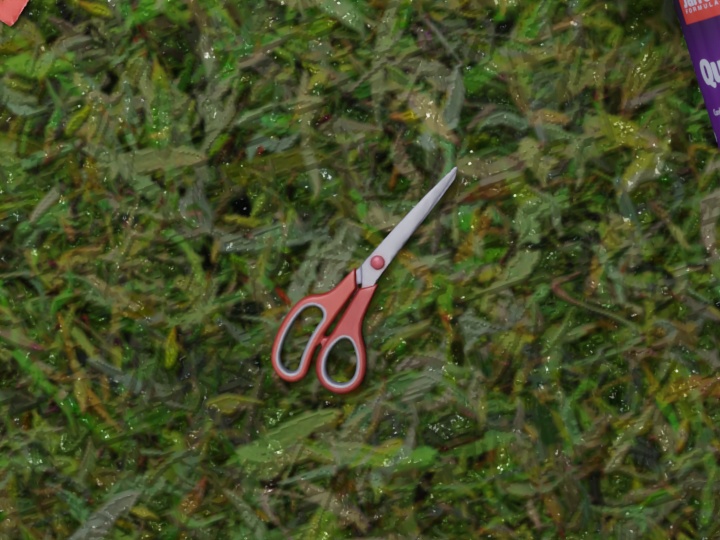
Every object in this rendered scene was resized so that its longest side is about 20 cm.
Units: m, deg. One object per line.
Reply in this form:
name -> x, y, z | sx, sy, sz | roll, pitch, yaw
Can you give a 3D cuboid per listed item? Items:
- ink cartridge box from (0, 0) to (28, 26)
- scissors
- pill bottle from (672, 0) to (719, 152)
ink cartridge box -> -0.302, -0.301, 1.577 | 0.200, 0.057, 0.163 | 36, 99, 7
scissors -> 0.000, 0.000, 1.588 | 0.073, 0.014, 0.200 | 26, 101, 6
pill bottle -> 0.281, -0.166, 1.484 | 0.112, 0.112, 0.200 | -18, 94, 9
